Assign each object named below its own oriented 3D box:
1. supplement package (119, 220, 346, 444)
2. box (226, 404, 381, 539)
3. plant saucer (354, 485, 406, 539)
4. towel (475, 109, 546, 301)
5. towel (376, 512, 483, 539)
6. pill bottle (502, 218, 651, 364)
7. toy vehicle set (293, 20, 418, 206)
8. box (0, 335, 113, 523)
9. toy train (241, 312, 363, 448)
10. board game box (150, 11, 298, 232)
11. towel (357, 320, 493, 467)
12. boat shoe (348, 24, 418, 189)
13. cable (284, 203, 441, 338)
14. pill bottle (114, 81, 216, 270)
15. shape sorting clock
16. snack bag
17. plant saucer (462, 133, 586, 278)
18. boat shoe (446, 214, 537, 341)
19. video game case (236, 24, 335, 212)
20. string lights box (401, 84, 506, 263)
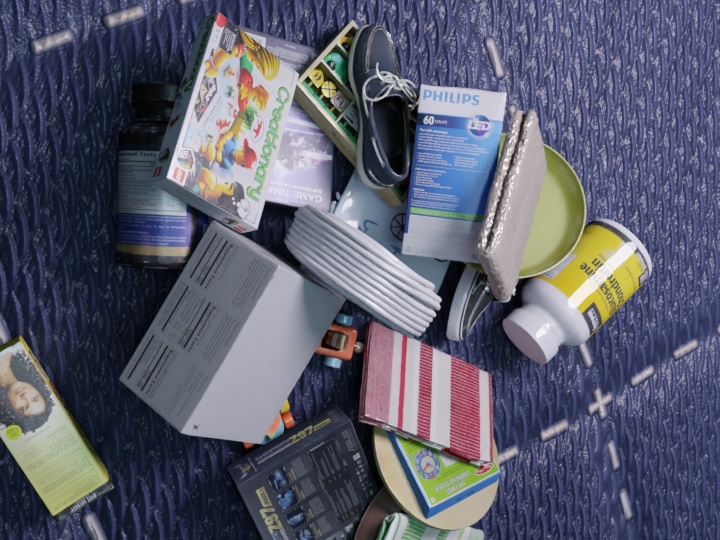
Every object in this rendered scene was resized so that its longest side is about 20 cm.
[{"bbox_3d":[-0.137,0.075,0.957,0.201,0.111,0.156,-59,150,1],"label":"supplement package"},{"bbox_3d":[-0.057,0.289,1.065,0.157,0.051,0.201,-29,117,-17],"label":"box"},{"bbox_3d":[0.072,0.355,1.114,0.199,0.032,0.202,-12,107,-41],"label":"plant saucer"},{"bbox_3d":[0.179,-0.079,1.020,0.133,0.034,0.201,52,52,-59],"label":"towel"},{"bbox_3d":[0.076,0.390,1.089,0.200,0.023,0.153,28,79,-42],"label":"towel"},{"bbox_3d":[0.290,0.031,1.163,0.200,0.112,0.112,-42,107,-13],"label":"pill bottle"},{"bbox_3d":[0.015,-0.193,1.064,0.200,0.026,0.124,46,63,-20],"label":"toy vehicle set"},{"bbox_3d":[-0.360,0.178,0.963,0.075,0.050,0.201,-32,105,-15],"label":"box"},{"bbox_3d":[-0.076,0.141,1.064,0.149,0.056,0.201,20,87,-21],"label":"toy train"},{"bbox_3d":[-0.142,-0.158,0.930,0.126,0.034,0.201,30,65,-42],"label":"board game box"},{"bbox_3d":[0.087,0.160,1.108,0.199,0.023,0.145,25,48,-21],"label":"towel"},{"bbox_3d":[0.028,-0.199,1.019,0.074,0.062,0.201,6,81,-32],"label":"boat shoe"},{"bbox_3d":[0.000,0.000,0.979,0.200,0.200,0.069,35,90,-25],"label":"cable"},{"bbox_3d":[-0.215,-0.104,0.961,0.111,0.112,0.201,2,93,-21],"label":"pill bottle"},{"bbox_3d":[0.098,0.234,1.107,0.199,0.039,0.201,19,51,-25],"label":"shape sorting clock"},{"bbox_3d":[0.039,-0.045,1.111,0.188,0.021,0.201,28,82,-21],"label":"snack bag"},{"bbox_3d":[0.189,-0.080,1.108,0.199,0.031,0.201,0,70,0],"label":"plant saucer"},{"bbox_3d":[0.177,0.007,1.133,0.068,0.074,0.200,23,76,18],"label":"boat shoe"},{"bbox_3d":[-0.093,-0.175,1.018,0.142,0.019,0.201,9,80,-32],"label":"video game case"},{"bbox_3d":[0.111,-0.115,1.029,0.102,0.059,0.201,7,98,5],"label":"string lights box"}]
